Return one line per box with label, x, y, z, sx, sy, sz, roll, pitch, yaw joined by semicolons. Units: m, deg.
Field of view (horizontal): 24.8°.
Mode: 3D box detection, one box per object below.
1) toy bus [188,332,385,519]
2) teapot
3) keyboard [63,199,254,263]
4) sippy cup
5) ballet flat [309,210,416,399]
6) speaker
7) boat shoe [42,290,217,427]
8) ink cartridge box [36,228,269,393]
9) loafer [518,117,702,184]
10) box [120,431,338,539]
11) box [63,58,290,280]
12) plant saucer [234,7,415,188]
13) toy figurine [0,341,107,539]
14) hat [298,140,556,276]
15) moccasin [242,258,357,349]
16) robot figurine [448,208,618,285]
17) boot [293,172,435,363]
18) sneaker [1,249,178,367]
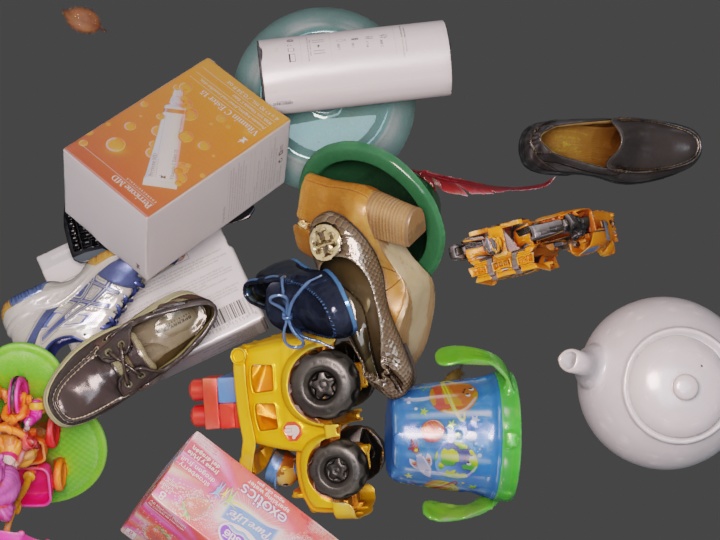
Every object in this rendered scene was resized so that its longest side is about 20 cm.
toy bus;-0.078;0.160;1.698;0.191;0.136;0.201;-7;91;10
teapot;0.329;0.120;1.707;0.199;0.146;0.198;-32;91;-5
keyboard;-0.219;-0.082;1.721;0.199;0.040;0.105;-16;70;-5
sippy cup;0.092;0.171;1.693;0.129;0.140;0.179;1;82;-4
ballet flat;-0.003;0.037;1.629;0.067;0.046;0.201;-18;97;40
speaker;-0.005;-0.210;1.694;0.199;0.081;0.082;-7;89;-4
boat shoe;-0.228;0.082;1.625;0.200;0.065;0.073;-40;100;-24
ink cartridge box;-0.221;0.025;1.730;0.199;0.044;0.174;-25;69;-3
loafer;0.272;-0.130;1.747;0.199;0.072;0.073;-3;87;-4
box;-0.129;0.274;1.669;0.200;0.103;0.095;38;49;-4
box;-0.184;-0.105;1.649;0.124;0.098;0.200;37;55;21
plant saucer;-0.038;-0.185;1.750;0.199;0.036;0.201;0;89;-3
toy figurine;-0.339;0.203;1.608;0.149;0.184;0.201;0;120;1
hat;0.058;-0.089;1.752;0.200;0.166;0.176;46;44;-3
moccasin;-0.062;0.039;1.617;0.068;0.200;0.081;-20;101;-18
robot figurine;0.180;-0.026;1.666;0.144;0.200;0.059;-15;88;34
boot;0.000;0.000;1.689;0.143;0.071;0.202;17;123;30
sneaker;-0.265;0.036;1.678;0.199;0.075;0.088;-27;78;6
